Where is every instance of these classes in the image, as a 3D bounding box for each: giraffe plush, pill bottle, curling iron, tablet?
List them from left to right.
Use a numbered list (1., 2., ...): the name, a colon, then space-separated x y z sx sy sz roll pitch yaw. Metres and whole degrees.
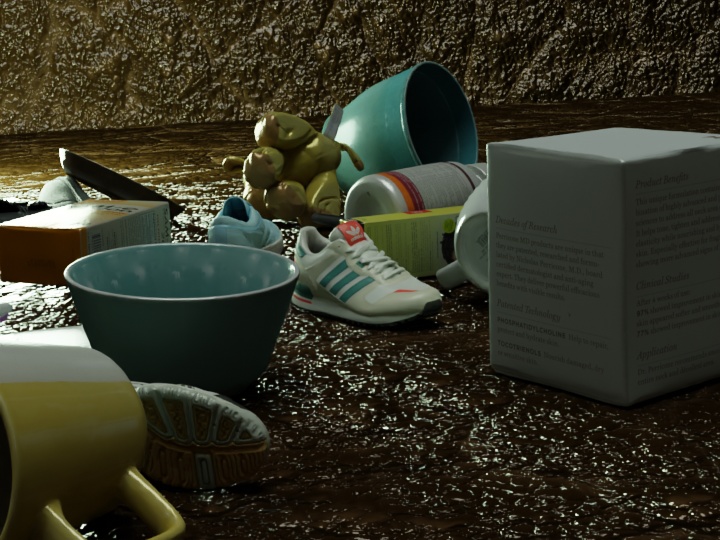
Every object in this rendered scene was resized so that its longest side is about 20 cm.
1. tablet: -0.277 0.079 1.407 0.129 0.014 0.200 -5 12 -14
2. giraffe plush: -0.113 -0.137 2.111 0.162 0.173 0.200 -24 23 46
3. curling iron: 0.020 -0.056 1.960 0.199 0.026 0.049 6 21 32
4. pill bottle: 0.086 -0.075 1.832 0.199 0.111 0.109 -13 15 -40

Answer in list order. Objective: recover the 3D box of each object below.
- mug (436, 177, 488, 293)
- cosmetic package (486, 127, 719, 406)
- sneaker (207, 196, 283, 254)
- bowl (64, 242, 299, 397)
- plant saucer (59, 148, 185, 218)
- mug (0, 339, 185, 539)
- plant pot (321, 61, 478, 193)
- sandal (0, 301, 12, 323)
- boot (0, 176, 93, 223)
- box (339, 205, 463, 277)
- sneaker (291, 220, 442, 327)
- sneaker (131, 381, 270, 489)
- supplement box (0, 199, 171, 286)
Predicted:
1. mug: 0.165 -0.034 1.593 0.200 0.148 0.175 -32 -2 39
2. cosmetic package: 0.221 -0.012 1.267 0.166 0.202 0.166 -10 14 -36
3. sneaker: -0.140 -0.054 1.851 0.073 0.083 0.200 0 12 7
4. bowl: -0.151 0.048 1.281 0.199 0.106 0.201 0 13 0
5. plant saucer: -0.349 -0.119 2.152 0.199 0.032 0.200 26 -4 2
6. mug: -0.209 0.126 0.947 0.149 0.188 0.153 -33 -15 29
7. plant pot: 0.049 -0.198 2.281 0.187 0.202 0.200 -13 4 35
8. sandal: -0.388 0.087 1.321 0.082 0.050 0.202 -12 16 41
9. boot: -0.465 -0.080 2.059 0.167 0.077 0.200 -4 17 -27
10. box: 0.078 -0.033 1.720 0.198 0.076 0.050 -8 12 -20
11. sneaker: 0.000 0.000 1.526 0.070 0.094 0.199 -13 15 -41
12. sneaker: -0.148 0.107 1.083 0.198 0.076 0.088 3 13 23
13. supplement box: -0.336 -0.037 1.833 0.125 0.074 0.200 3 13 23
